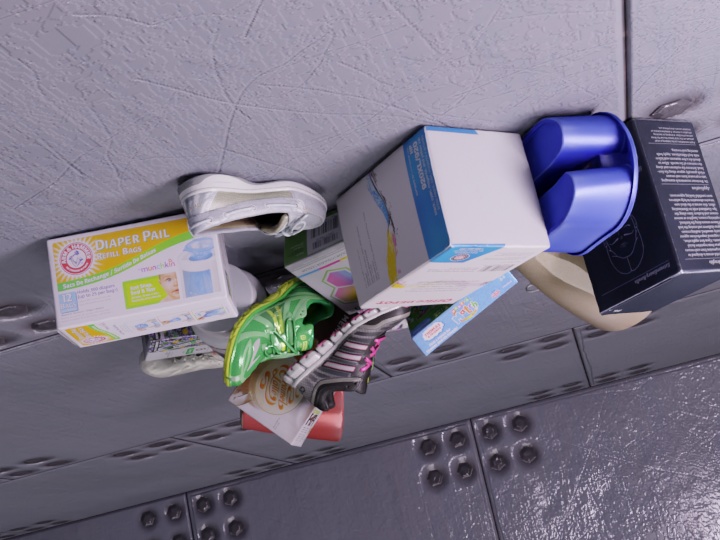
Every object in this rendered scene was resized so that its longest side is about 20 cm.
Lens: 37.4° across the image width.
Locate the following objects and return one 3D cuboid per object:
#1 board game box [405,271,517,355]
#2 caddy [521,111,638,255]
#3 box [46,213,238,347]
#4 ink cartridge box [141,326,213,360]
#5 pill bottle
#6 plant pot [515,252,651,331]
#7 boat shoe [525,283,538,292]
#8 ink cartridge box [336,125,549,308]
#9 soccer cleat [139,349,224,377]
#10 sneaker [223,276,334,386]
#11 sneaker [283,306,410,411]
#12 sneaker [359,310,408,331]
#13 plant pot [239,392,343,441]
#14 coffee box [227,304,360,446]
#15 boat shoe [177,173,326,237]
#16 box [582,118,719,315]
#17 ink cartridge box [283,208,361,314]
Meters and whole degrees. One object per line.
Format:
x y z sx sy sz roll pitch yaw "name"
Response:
0.124 0.020 1.433 0.151 0.037 0.200 -40 -165 8 "board game box"
0.247 -0.099 1.235 0.104 0.143 0.200 -1 161 -20 "caddy"
-0.256 0.011 1.255 0.198 0.113 0.101 -12 165 -3 "box"
-0.233 0.090 1.636 0.198 0.051 0.109 -6 162 -19 "ink cartridge box"
-0.176 0.062 1.481 0.113 0.115 0.200 -14 163 2 "pill bottle"
0.297 -0.031 1.477 0.199 0.189 0.187 18 148 -33 "plant pot"
0.290 -0.003 1.666 0.074 0.087 0.202 -14 163 3 "boat shoe"
0.090 -0.056 1.243 0.146 0.146 0.200 -1 160 -34 "ink cartridge box"
-0.257 0.130 1.705 0.199 0.070 0.077 -8 -172 -37 "soccer cleat"
-0.105 0.080 1.381 0.200 0.083 0.074 -45 152 -38 "sneaker"
-0.003 0.113 1.391 0.199 0.088 0.074 -38 175 12 "sneaker"
0.019 0.072 1.734 0.199 0.081 0.088 -4 169 -31 "sneaker"
-0.126 0.207 1.892 0.176 0.202 0.201 0 161 -8 "plant pot"
-0.079 0.130 1.488 0.201 0.114 0.080 -56 167 -5 "coffee box"
-0.117 -0.063 1.205 0.074 0.065 0.201 -26 159 37 "boat shoe"
0.353 -0.065 1.317 0.106 0.202 0.148 -2 161 -31 "box"
0.000 0.000 1.398 0.103 0.060 0.200 -22 141 27 "ink cartridge box"
